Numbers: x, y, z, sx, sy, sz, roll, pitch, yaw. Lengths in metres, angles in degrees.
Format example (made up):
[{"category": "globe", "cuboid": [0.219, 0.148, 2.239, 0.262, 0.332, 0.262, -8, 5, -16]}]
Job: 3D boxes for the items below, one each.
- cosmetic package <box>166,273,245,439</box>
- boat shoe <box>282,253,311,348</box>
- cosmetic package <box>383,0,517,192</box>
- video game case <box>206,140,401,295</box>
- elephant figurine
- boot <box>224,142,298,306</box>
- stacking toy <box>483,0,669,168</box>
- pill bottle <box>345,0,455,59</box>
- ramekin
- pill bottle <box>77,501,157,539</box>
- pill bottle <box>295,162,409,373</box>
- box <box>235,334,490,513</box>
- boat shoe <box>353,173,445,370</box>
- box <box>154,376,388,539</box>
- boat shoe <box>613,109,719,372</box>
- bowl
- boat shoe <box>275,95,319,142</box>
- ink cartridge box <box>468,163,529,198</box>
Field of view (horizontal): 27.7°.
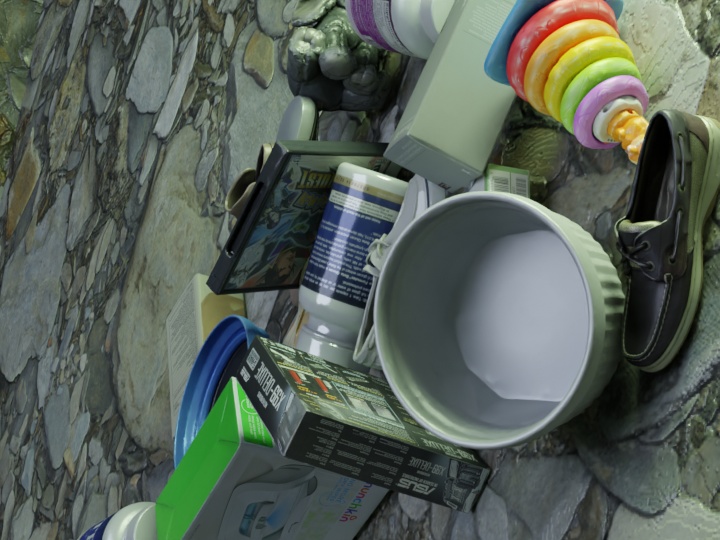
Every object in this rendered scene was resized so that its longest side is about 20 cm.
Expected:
[{"category": "cosmetic package", "cuboid": [-0.194, 0.116, 1.865, 0.105, 0.070, 0.201, -51, 34, 37]}, {"category": "boat shoe", "cuboid": [-0.035, 0.054, 1.591, 0.069, 0.073, 0.202, -122, 44, -53]}, {"category": "cosmetic package", "cuboid": [0.104, -0.183, 1.357, 0.202, 0.090, 0.107, -63, 7, -13]}, {"category": "video game case", "cuboid": [-0.054, -0.056, 1.555, 0.025, 0.199, 0.182, 44, 118, 29]}, {"category": "elephant figurine", "cuboid": [-0.010, -0.290, 1.690, 0.153, 0.142, 0.202, 3, 64, 21]}, {"category": "boot", "cuboid": [-0.087, -0.056, 1.662, 0.201, 0.145, 0.070, -63, 30, 22]}, {"category": "stacking toy", "cuboid": [0.201, -0.146, 1.219, 0.110, 0.115, 0.201, -61, 42, 31]}, {"category": "pill bottle", "cuboid": [0.068, -0.278, 1.517, 0.200, 0.111, 0.114, 29, 101, 63]}, {"category": "ramekin", "cuboid": [0.120, 0.039, 1.172, 0.198, 0.105, 0.203, -1, 89, 34]}, {"category": "pill bottle", "cuboid": [-0.283, 0.360, 1.851, 0.200, 0.119, 0.121, -35, 46, 52]}, {"category": "pill bottle", "cuboid": [0.000, 0.000, 1.497, 0.111, 0.110, 0.202, 25, 98, 64]}, {"category": "box", "cuboid": [0.001, 0.138, 1.320, 0.050, 0.198, 0.158, -63, 28, 11]}, {"category": "boat shoe", "cuboid": [0.034, -0.002, 1.415, 0.072, 0.065, 0.203, -140, 61, -74]}, {"category": "box", "cuboid": [-0.090, 0.223, 1.477, 0.201, 0.175, 0.097, -56, 29, 31]}, {"category": "boat shoe", "cuboid": [0.225, -0.025, 1.115, 0.072, 0.064, 0.202, 12, 88, 62]}, {"category": "bowl", "cuboid": [-0.154, 0.153, 1.648, 0.201, 0.039, 0.202, -46, 34, 44]}, {"category": "boat shoe", "cuboid": [-0.068, -0.114, 1.712, 0.071, 0.063, 0.202, -111, 29, -50]}, {"category": "ink cartridge box", "cuboid": [0.103, 0.014, 1.362, 0.200, 0.047, 0.147, 120, 155, -59]}]
